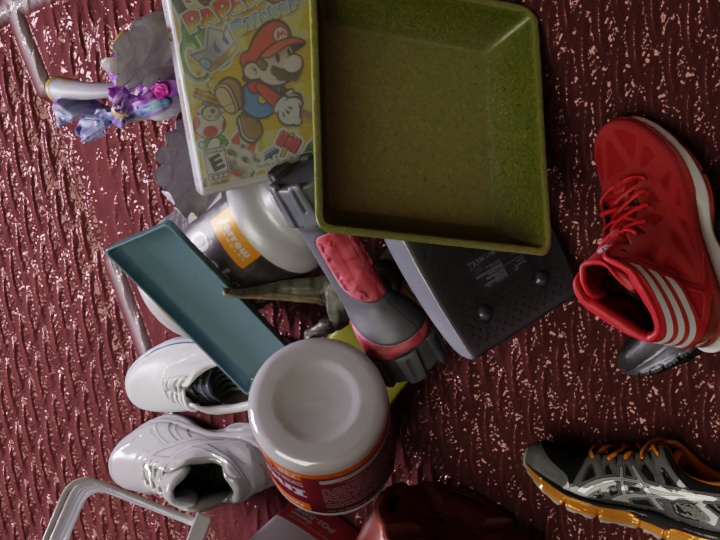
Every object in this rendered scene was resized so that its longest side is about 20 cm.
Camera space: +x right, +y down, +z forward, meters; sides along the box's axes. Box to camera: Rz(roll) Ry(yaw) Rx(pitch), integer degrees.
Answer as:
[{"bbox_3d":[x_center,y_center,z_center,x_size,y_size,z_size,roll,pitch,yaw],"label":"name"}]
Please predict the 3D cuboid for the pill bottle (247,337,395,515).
[{"bbox_3d":[-0.028,0.140,1.327,0.113,0.113,0.200,31,163,16],"label":"pill bottle"}]

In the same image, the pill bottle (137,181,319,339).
[{"bbox_3d":[-0.095,-0.031,1.364,0.200,0.116,0.116,-36,90,36],"label":"pill bottle"}]

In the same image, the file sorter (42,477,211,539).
[{"bbox_3d":[-0.212,0.261,1.384,0.124,0.200,0.139,22,78,-2],"label":"file sorter"}]

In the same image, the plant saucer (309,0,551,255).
[{"bbox_3d":[0.043,-0.111,1.182,0.048,0.199,0.200,-24,64,58],"label":"plant saucer"}]

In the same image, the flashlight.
[{"bbox_3d":[0.000,0.000,1.259,0.068,0.068,0.200,-25,119,8],"label":"flashlight"}]

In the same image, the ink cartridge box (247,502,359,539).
[{"bbox_3d":[-0.096,0.318,1.456,0.083,0.200,0.147,33,122,16],"label":"ink cartridge box"}]

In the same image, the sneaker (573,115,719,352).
[{"bbox_3d":[0.198,-0.034,1.147,0.078,0.115,0.200,-48,52,37],"label":"sneaker"}]

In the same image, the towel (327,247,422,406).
[{"bbox_3d":[0.017,0.064,1.400,0.086,0.018,0.200,43,125,12],"label":"towel"}]

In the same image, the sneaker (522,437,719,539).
[{"bbox_3d":[0.230,0.169,1.292,0.200,0.078,0.077,16,104,20],"label":"sneaker"}]

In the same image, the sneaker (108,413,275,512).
[{"bbox_3d":[-0.171,0.188,1.507,0.200,0.099,0.078,-7,106,32],"label":"sneaker"}]

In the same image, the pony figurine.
[{"bbox_3d":[-0.159,-0.149,1.314,0.200,0.193,0.167,2,121,34],"label":"pony figurine"}]

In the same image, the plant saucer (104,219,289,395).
[{"bbox_3d":[-0.126,0.031,1.337,0.070,0.019,0.200,-21,129,27],"label":"plant saucer"}]

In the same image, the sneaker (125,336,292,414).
[{"bbox_3d":[-0.151,0.100,1.477,0.200,0.071,0.073,-14,102,33],"label":"sneaker"}]

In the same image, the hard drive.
[{"bbox_3d":[0.077,-0.042,1.246,0.042,0.135,0.200,-23,95,58],"label":"hard drive"}]

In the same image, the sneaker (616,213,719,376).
[{"bbox_3d":[0.263,0.004,1.209,0.200,0.076,0.091,-45,75,28],"label":"sneaker"}]

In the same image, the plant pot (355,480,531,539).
[{"bbox_3d":[0.052,0.303,1.382,0.201,0.201,0.196,27,112,18],"label":"plant pot"}]

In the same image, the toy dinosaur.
[{"bbox_3d":[-0.014,0.031,1.336,0.200,0.047,0.088,-9,125,-6],"label":"toy dinosaur"}]

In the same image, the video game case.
[{"bbox_3d":[-0.048,-0.168,1.247,0.023,0.200,0.182,-152,51,-65],"label":"video game case"}]
